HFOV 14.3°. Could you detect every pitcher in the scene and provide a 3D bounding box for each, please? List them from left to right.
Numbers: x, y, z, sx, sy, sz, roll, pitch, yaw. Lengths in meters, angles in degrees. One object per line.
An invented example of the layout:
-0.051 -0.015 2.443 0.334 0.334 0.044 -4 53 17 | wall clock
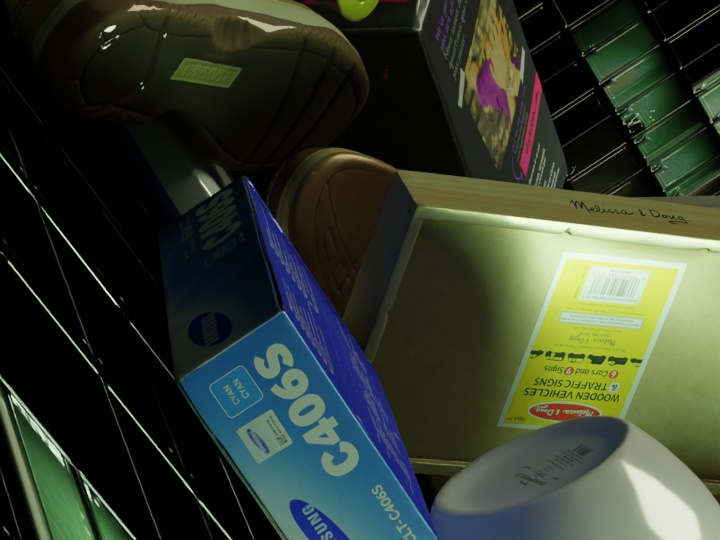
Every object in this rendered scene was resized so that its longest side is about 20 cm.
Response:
0.091 0.159 1.091 0.171 0.121 0.201 11 -54 67 | pitcher

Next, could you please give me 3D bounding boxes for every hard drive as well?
-0.079 -0.050 1.182 0.200 0.025 0.132 58 3 6 | hard drive

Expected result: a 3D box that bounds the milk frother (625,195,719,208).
0.107 -0.033 1.452 0.181 0.187 0.201 -95 -176 -67 | milk frother

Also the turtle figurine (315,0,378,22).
-0.051 -0.153 1.189 0.161 0.065 0.200 27 29 32 | turtle figurine

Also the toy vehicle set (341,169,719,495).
0.088 0.029 1.158 0.199 0.125 0.027 6 31 -25 | toy vehicle set

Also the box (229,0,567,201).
0.007 -0.072 1.290 0.200 0.122 0.106 67 31 -44 | box

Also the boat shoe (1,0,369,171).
-0.068 -0.093 1.099 0.076 0.072 0.200 47 13 26 | boat shoe

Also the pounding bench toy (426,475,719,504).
0.123 0.153 1.325 0.156 0.124 0.200 -119 -171 -48 | pounding bench toy

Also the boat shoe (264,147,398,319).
0.000 0.000 1.214 0.072 0.072 0.200 23 -8 32 | boat shoe

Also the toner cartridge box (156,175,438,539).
-0.026 0.036 0.989 0.095 0.043 0.200 55 3 -14 | toner cartridge box
